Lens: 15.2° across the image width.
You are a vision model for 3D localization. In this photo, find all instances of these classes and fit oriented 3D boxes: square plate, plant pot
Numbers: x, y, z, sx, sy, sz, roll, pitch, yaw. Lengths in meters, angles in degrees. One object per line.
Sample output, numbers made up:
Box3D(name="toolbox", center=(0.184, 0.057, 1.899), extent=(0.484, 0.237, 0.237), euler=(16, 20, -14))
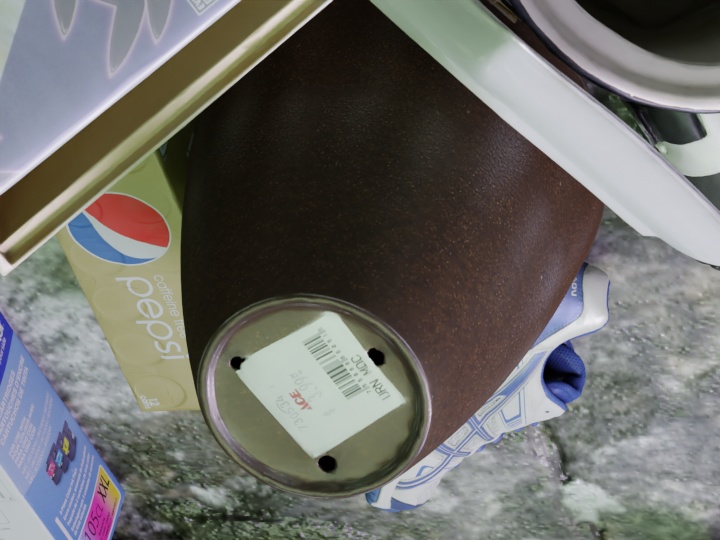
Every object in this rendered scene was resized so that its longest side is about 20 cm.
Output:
Box3D(name="square plate", center=(0.042, -0.085, 0.996), extent=(0.028, 0.200, 0.198), euler=(-49, 140, 6))
Box3D(name="plant pot", center=(0.000, 0.000, 1.114), extent=(0.186, 0.200, 0.188), euler=(5, 119, 9))

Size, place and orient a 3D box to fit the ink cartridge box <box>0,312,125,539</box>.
Box3D(name="ink cartridge box", center=(-0.228, 0.091, 1.410), extent=(0.136, 0.077, 0.200), euler=(-8, 138, 21))

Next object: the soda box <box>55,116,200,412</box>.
Box3D(name="soda box", center=(-0.096, -0.019, 1.260), extent=(0.067, 0.064, 0.200), euler=(-3, 137, 16))

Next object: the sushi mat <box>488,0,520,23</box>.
Box3D(name="sushi mat", center=(0.016, -0.189, 1.019), extent=(0.200, 0.096, 0.012), euler=(38, 162, -27))

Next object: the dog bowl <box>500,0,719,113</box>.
Box3D(name="dog bowl", center=(0.114, -0.161, 0.962), extent=(0.200, 0.200, 0.074), euler=(36, 177, -26))

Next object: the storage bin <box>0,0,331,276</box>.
Box3D(name="storage bin", center=(-0.130, -0.143, 1.031), extent=(0.198, 0.094, 0.200), euler=(-40, 127, -2))

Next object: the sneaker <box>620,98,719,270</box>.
Box3D(name="sneaker", center=(0.136, -0.088, 1.121), extent=(0.088, 0.074, 0.201), euler=(6, 130, 7))

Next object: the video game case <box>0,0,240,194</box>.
Box3D(name="video game case", center=(-0.150, -0.133, 0.937), extent=(0.182, 0.023, 0.200), euler=(-39, 109, -3))

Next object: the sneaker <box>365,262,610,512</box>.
Box3D(name="sneaker", center=(0.060, 0.061, 1.307), extent=(0.088, 0.075, 0.200), euler=(16, 141, -5))
